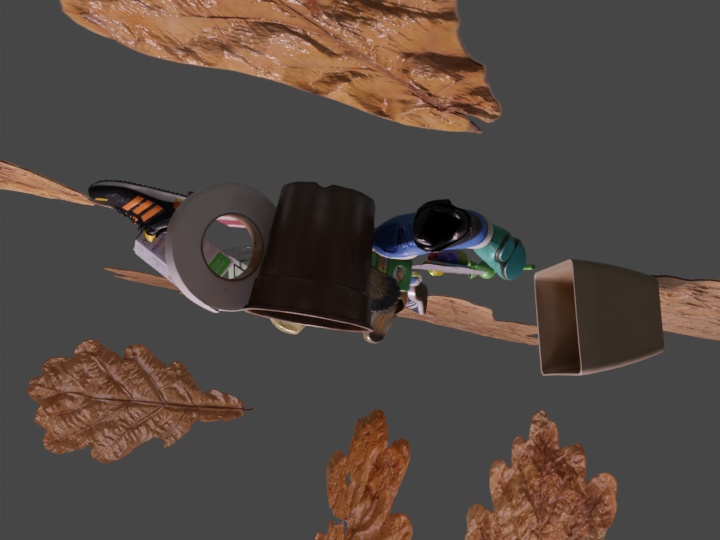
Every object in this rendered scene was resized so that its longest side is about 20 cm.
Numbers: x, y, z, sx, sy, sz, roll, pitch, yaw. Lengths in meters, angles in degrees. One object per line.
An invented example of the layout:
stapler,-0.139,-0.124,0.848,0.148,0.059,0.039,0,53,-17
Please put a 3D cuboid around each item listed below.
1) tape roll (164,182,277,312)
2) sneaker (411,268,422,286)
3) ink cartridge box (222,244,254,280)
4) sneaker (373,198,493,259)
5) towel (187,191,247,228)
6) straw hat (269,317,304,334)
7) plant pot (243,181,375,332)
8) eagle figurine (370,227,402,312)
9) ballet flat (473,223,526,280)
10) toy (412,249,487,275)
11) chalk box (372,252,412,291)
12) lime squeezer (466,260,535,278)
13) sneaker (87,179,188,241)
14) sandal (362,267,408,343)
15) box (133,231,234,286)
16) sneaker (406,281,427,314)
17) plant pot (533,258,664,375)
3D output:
tape roll,-0.207,-0.035,1.185,0.201,0.205,0.037,15,172,-33
sneaker,0.059,0.032,1.653,0.075,0.106,0.199,1,167,44
ink cartridge box,-0.204,0.002,1.593,0.115,0.069,0.200,-9,-160,-31
sneaker,0.087,-0.060,1.124,0.198,0.078,0.111,-1,173,30
towel,-0.207,-0.104,1.348,0.143,0.023,0.200,5,172,13
straw hat,-0.128,0.063,1.346,0.201,0.085,0.201,39,167,11
plant pot,-0.065,-0.020,1.151,0.198,0.200,0.200,8,172,1
eagle figurine,-0.014,-0.026,1.319,0.198,0.152,0.152,18,158,8
ballet flat,0.225,-0.036,1.238,0.070,0.068,0.200,32,180,23
toy,0.162,-0.018,1.426,0.114,0.048,0.200,7,175,-6
chalk box,0.000,0.000,1.461,0.198,0.126,0.124,4,170,22
lime squeezer,0.243,-0.007,1.494,0.070,0.038,0.199,-24,-167,-37
sneaker,-0.382,-0.099,1.324,0.198,0.091,0.070,10,171,-10
sandal,0.064,0.065,1.571,0.080,0.202,0.054,15,-170,-35
box,-0.365,-0.026,1.539,0.176,0.097,0.200,40,165,-8
sneaker,0.107,0.062,1.904,0.107,0.071,0.200,2,163,15
plant pot,0.445,0.088,1.399,0.175,0.202,0.200,-2,172,-7
